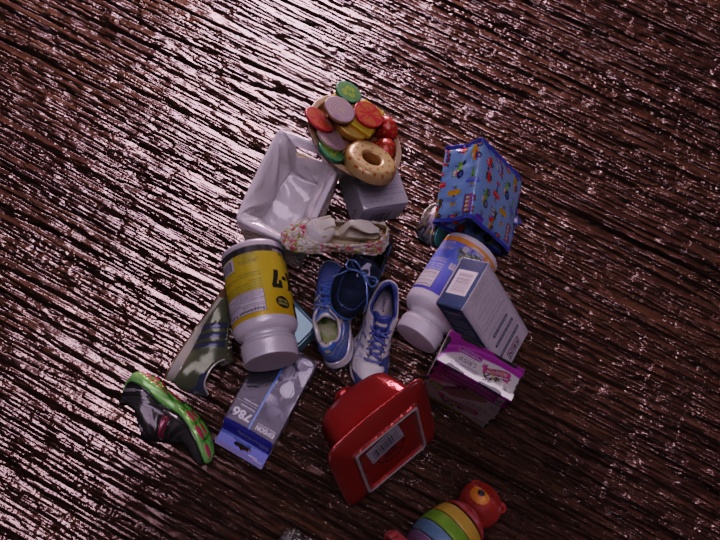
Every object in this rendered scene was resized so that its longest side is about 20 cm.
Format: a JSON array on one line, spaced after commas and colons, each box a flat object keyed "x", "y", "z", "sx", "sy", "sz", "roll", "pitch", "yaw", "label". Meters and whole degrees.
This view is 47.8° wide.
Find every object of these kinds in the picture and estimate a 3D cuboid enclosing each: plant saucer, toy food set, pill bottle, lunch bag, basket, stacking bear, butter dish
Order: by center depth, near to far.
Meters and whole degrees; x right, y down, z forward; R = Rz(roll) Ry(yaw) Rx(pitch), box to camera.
[{"x": 0.149, "y": 0.419, "z": 1.308, "sx": 0.199, "sy": 0.115, "sz": 0.121, "roll": -35, "pitch": 51, "yaw": -27, "label": "stacking bear"}, {"x": 0.009, "y": 0.250, "z": 1.340, "sx": 0.199, "sy": 0.201, "sz": 0.148, "roll": -35, "pitch": 52, "yaw": -16, "label": "butter dish"}, {"x": -0.168, "y": 0.060, "z": 1.378, "sx": 0.112, "sy": 0.115, "sz": 0.204, "roll": -10, "pitch": 68, "yaw": -8, "label": "pill bottle"}, {"x": 0.150, "y": 0.042, "z": 1.447, "sx": 0.111, "sy": 0.112, "sz": 0.201, "roll": 32, "pitch": 70, "yaw": 8, "label": "pill bottle"}, {"x": -0.159, "y": 0.058, "z": 1.467, "sx": 0.070, "sy": 0.019, "sz": 0.200, "roll": -42, "pitch": 79, "yaw": -17, "label": "plant saucer"}, {"x": -0.009, "y": -0.246, "z": 1.467, "sx": 0.196, "sy": 0.049, "sz": 0.202, "roll": 33, "pitch": 48, "yaw": -7, "label": "toy food set"}, {"x": -0.128, "y": -0.126, "z": 1.482, "sx": 0.133, "sy": 0.124, "sz": 0.203, "roll": 22, "pitch": 68, "yaw": 4, "label": "basket"}, {"x": 0.238, "y": -0.127, "z": 1.496, "sx": 0.198, "sy": 0.093, "sz": 0.154, "roll": 25, "pitch": 70, "yaw": -40, "label": "lunch bag"}]

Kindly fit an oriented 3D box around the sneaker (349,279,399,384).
[{"x": 0.025, "y": 0.111, "z": 1.424, "sx": 0.074, "sy": 0.088, "sz": 0.204, "roll": 10, "pitch": 70, "yaw": -3, "label": "sneaker"}]

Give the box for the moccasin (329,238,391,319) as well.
[{"x": 0.000, "y": 0.000, "z": 1.432, "sx": 0.080, "sy": 0.068, "sz": 0.202, "roll": 33, "pitch": 42, "yaw": -9, "label": "moccasin"}]

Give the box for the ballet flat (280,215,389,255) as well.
[{"x": -0.038, "y": -0.066, "z": 1.384, "sx": 0.196, "sy": 0.064, "sz": 0.077, "roll": 0, "pitch": 59, "yaw": -24, "label": "ballet flat"}]

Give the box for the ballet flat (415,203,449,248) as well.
[{"x": 0.169, "y": -0.124, "z": 1.536, "sx": 0.072, "sy": 0.072, "sz": 0.200, "roll": 38, "pitch": 62, "yaw": 10, "label": "ballet flat"}]

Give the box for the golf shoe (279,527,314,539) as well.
[{"x": -0.060, "y": 0.501, "z": 1.289, "sx": 0.198, "sy": 0.078, "sz": 0.098, "roll": 30, "pitch": 87, "yaw": 13, "label": "golf shoe"}]

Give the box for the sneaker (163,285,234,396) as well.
[{"x": -0.252, "y": 0.127, "z": 1.414, "sx": 0.089, "sy": 0.067, "sz": 0.202, "roll": 34, "pitch": 66, "yaw": -6, "label": "sneaker"}]

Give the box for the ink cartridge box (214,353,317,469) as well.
[{"x": -0.161, "y": 0.225, "z": 1.393, "sx": 0.098, "sy": 0.039, "sz": 0.202, "roll": 26, "pitch": 70, "yaw": 5, "label": "ink cartridge box"}]

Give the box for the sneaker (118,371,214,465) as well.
[{"x": -0.322, "y": 0.257, "z": 1.358, "sx": 0.199, "sy": 0.077, "sz": 0.084, "roll": 40, "pitch": 89, "yaw": 14, "label": "sneaker"}]

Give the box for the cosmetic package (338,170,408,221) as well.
[{"x": 0.009, "y": -0.194, "z": 1.537, "sx": 0.100, "sy": 0.074, "sz": 0.203, "roll": -11, "pitch": 72, "yaw": -24, "label": "cosmetic package"}]

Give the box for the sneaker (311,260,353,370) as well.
[{"x": -0.047, "y": 0.068, "z": 1.429, "sx": 0.074, "sy": 0.077, "sz": 0.204, "roll": -13, "pitch": 61, "yaw": 12, "label": "sneaker"}]

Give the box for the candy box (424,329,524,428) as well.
[{"x": 0.179, "y": 0.185, "z": 1.348, "sx": 0.135, "sy": 0.201, "sz": 0.062, "roll": 28, "pitch": 69, "yaw": 8, "label": "candy box"}]

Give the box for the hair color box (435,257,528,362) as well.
[{"x": 0.212, "y": 0.081, "z": 1.396, "sx": 0.060, "sy": 0.201, "sz": 0.101, "roll": 14, "pitch": 61, "yaw": 44, "label": "hair color box"}]
